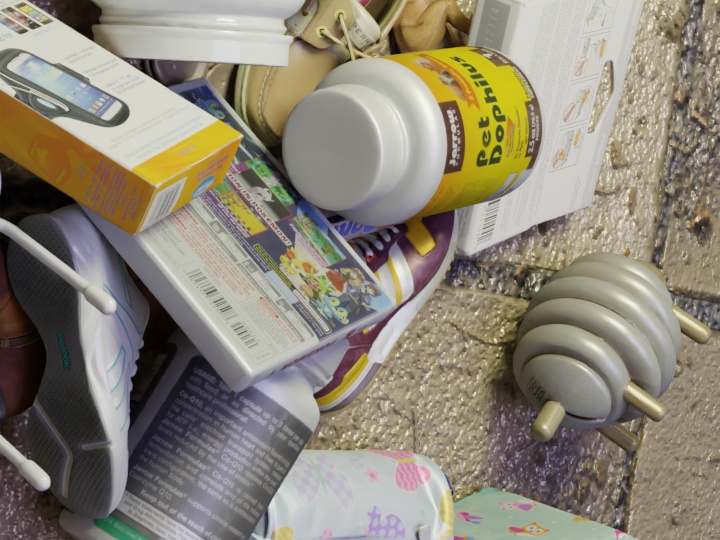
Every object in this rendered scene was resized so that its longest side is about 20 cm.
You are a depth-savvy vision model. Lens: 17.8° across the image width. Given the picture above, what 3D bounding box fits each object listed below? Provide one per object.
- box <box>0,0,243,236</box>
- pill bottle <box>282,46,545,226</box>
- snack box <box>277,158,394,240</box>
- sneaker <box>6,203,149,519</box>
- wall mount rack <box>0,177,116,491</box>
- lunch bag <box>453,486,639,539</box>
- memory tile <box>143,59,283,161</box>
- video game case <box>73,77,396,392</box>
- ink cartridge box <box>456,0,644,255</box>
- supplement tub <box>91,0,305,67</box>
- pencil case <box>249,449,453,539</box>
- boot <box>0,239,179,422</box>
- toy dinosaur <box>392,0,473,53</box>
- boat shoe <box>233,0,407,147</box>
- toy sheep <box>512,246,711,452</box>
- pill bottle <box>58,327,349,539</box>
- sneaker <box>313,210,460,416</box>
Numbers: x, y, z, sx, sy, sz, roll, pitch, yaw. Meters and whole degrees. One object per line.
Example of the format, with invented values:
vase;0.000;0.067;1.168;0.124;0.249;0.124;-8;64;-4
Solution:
box;-0.179;-0.100;1.338;0.042;0.199;0.119;-65;167;25
pill bottle;0.034;-0.090;1.528;0.200;0.109;0.110;-15;107;-57
snack box;-0.040;-0.045;1.547;0.200;0.072;0.024;-19;140;-52
sneaker;-0.158;0.054;1.394;0.080;0.070;0.201;-29;123;-52
wall mount rack;-0.234;0.029;1.300;0.173;0.075;0.201;20;111;-6
lunch bag;0.122;0.281;1.714;0.121;0.170;0.201;-12;105;-36
memory tile;-0.064;-0.183;1.562;0.153;0.017;0.201;38;70;-42
video game case;-0.087;-0.027;1.415;0.200;0.023;0.182;49;31;10
ink cartridge box;0.132;-0.125;1.710;0.176;0.045;0.201;-21;130;-51
supplement tub;-0.100;-0.229;1.423;0.145;0.145;0.201;-1;96;-46
pencil case;-0.023;0.171;1.607;0.199;0.083;0.091;7;48;-45
boot;-0.188;-0.011;1.423;0.200;0.068;0.189;-26;114;-42
toy dinosaur;0.049;-0.167;1.665;0.106;0.060;0.201;-11;98;-22
boat shoe;-0.016;-0.169;1.553;0.074;0.066;0.201;45;65;-40
toy sheep;0.184;0.062;1.774;0.200;0.137;0.138;-53;130;-43
pill bottle;-0.097;0.107;1.483;0.113;0.113;0.201;40;78;-42
sneaker;0.000;0.000;1.614;0.090;0.075;0.201;50;61;-45
